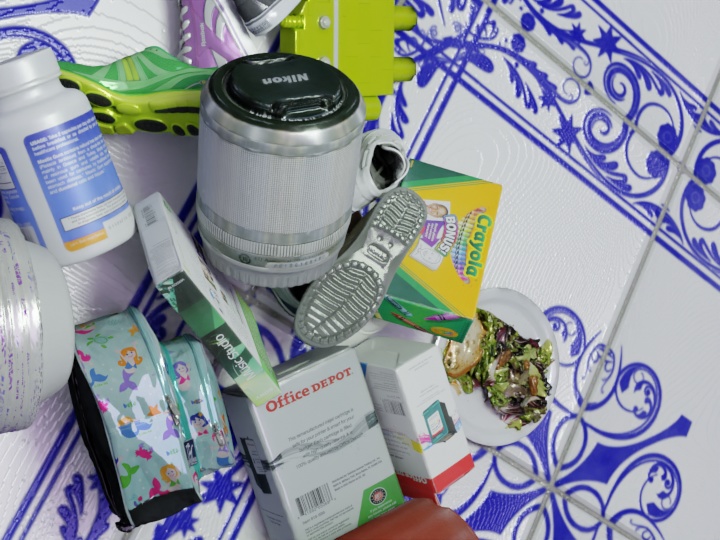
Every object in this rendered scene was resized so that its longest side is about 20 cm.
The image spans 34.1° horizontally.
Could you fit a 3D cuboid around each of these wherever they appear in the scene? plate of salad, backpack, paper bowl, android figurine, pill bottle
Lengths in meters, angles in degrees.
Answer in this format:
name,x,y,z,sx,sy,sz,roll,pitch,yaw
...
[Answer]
name,x,y,z,sx,sy,sz,roll,pitch,yaw
plate of salad,0.179,0.121,1.479,0.200,0.048,0.200,2,87,-31
backpack,-0.214,0.134,1.167,0.150,0.178,0.200,-24,97,-12
paper bowl,-0.333,0.050,1.092,0.104,0.201,0.201,-7,91,-30
android figurine,-0.015,-0.264,1.363,0.200,0.041,0.182,-6,103,-41
pill bottle,-0.305,-0.111,1.155,0.112,0.112,0.200,-27,109,-28

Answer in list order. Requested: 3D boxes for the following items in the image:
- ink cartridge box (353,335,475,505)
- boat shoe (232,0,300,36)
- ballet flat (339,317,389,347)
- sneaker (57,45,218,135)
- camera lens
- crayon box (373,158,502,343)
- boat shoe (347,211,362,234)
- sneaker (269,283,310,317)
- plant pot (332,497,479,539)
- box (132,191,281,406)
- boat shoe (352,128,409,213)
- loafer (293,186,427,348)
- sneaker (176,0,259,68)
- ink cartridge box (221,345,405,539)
name,x,y,z,sx,sy,sz,roll,pitch,yaw
ink cartridge box,0.057,0.182,1.358,0.067,0.116,0.200,-28,110,-32
boat shoe,-0.090,-0.330,1.295,0.066,0.070,0.200,51,42,-21
ballet flat,0.038,0.027,1.390,0.200,0.069,0.069,-34,105,-27
sneaker,-0.234,-0.188,1.220,0.200,0.074,0.084,7,50,-3
camera lens,-0.082,-0.104,1.172,0.160,0.160,0.200,-18,135,-30
crayon box,0.087,-0.025,1.363,0.119,0.058,0.200,16,56,-1
boat shoe,-0.057,-0.109,1.350,0.073,0.063,0.200,-24,98,-2
sneaker,-0.095,-0.025,1.303,0.200,0.082,0.070,46,71,-20
plant pot,0.026,0.347,1.236,0.195,0.201,0.201,-26,101,-39
box,-0.156,0.031,1.200,0.036,0.144,0.200,-32,129,4
boat shoe,0.024,-0.117,1.336,0.074,0.065,0.200,62,28,-18
loafer,0.000,0.000,1.274,0.075,0.070,0.200,40,82,-7
sneaker,-0.181,-0.246,1.270,0.114,0.073,0.201,-29,91,-8
ink cartridge box,-0.053,0.200,1.319,0.146,0.083,0.200,-22,100,-29
